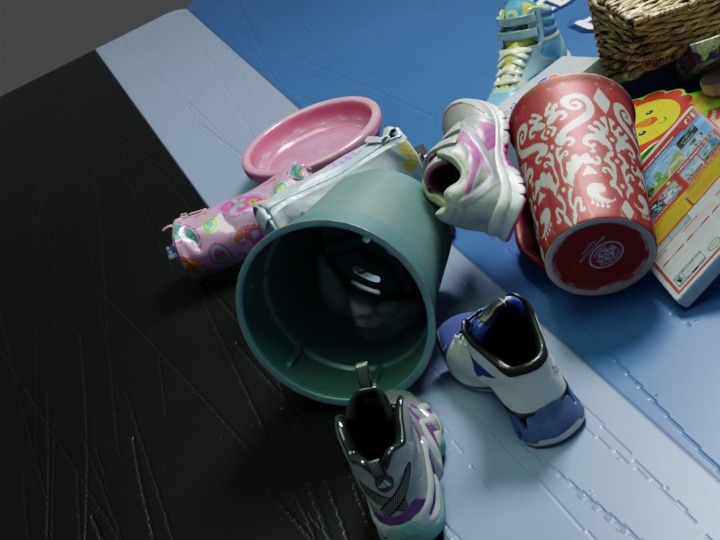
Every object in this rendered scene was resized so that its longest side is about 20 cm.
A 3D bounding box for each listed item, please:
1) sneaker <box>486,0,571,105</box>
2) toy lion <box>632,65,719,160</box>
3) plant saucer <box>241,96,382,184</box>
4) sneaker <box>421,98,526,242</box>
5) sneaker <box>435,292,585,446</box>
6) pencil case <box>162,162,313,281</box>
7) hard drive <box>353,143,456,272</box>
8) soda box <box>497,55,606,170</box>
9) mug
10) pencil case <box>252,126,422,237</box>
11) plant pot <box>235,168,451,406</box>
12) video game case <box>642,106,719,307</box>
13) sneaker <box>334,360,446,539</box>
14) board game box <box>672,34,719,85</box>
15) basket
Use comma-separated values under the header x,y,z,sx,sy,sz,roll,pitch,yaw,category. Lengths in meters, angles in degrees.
x,y,z,sx,sy,sz,roll,pitch,yaw,category
0.192,-0.268,1.747,0.079,0.131,0.200,2,38,37,sneaker
0.332,-0.143,1.506,0.191,0.069,0.200,-18,28,27,toy lion
-0.060,-0.164,1.850,0.200,0.051,0.201,-18,29,10,plant saucer
0.105,-0.114,1.411,0.088,0.081,0.200,8,37,-16,sneaker
0.128,0.063,1.240,0.080,0.115,0.199,-28,28,-10,sneaker
-0.139,-0.060,1.681,0.200,0.088,0.087,-24,28,6,pencil case
0.032,-0.076,1.638,0.140,0.038,0.200,-22,27,5,hard drive
0.213,-0.183,1.654,0.200,0.064,0.068,-39,30,-26,soda box
0.226,-0.068,1.379,0.133,0.178,0.200,-5,45,1,mug
-0.023,-0.086,1.565,0.200,0.091,0.083,-32,69,-11,pencil case
0.000,0.000,1.386,0.200,0.201,0.196,-12,23,22,plant pot
0.321,-0.067,1.338,0.143,0.017,0.200,-50,28,15,video game case
0.022,0.128,1.182,0.078,0.140,0.200,-22,28,5,sneaker
0.421,-0.248,1.545,0.120,0.032,0.200,-22,-2,8,board game box
0.392,-0.294,1.645,0.200,0.149,0.143,-26,38,-10,basket
